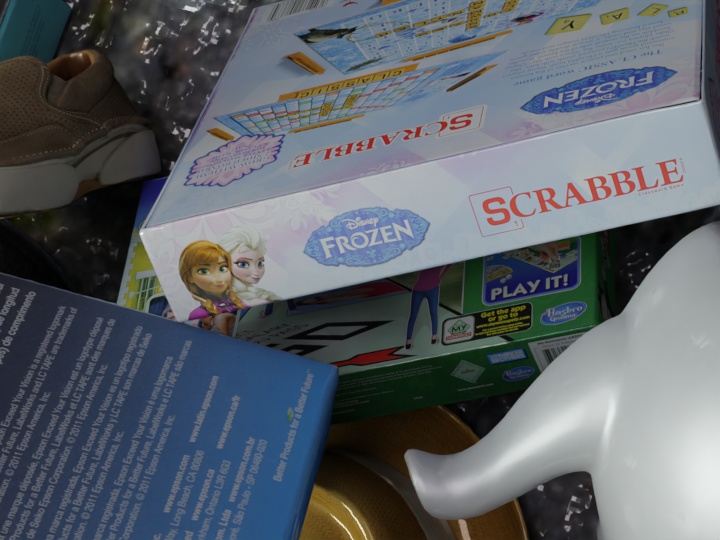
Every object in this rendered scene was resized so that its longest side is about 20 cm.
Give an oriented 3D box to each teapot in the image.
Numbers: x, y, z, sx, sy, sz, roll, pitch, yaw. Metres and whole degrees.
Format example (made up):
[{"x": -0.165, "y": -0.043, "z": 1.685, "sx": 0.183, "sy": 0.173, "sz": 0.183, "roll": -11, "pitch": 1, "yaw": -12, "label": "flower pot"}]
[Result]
[{"x": 0.154, "y": 0.088, "z": 0.689, "sx": 0.200, "sy": 0.197, "sz": 0.146, "roll": 41, "pitch": 109, "yaw": 36, "label": "teapot"}]

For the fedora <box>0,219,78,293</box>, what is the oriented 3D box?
[{"x": -0.205, "y": 0.022, "z": 0.840, "sx": 0.200, "sy": 0.092, "sz": 0.201, "roll": -2, "pitch": 54, "yaw": 3, "label": "fedora"}]

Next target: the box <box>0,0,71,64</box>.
[{"x": -0.236, "y": -0.113, "z": 0.942, "sx": 0.199, "sy": 0.049, "sz": 0.083, "roll": 17, "pitch": 83, "yaw": 23, "label": "box"}]

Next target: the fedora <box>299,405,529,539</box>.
[{"x": -0.036, "y": 0.124, "z": 0.791, "sx": 0.200, "sy": 0.082, "sz": 0.202, "roll": -5, "pitch": 74, "yaw": 19, "label": "fedora"}]

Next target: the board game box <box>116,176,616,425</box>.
[{"x": 0.000, "y": 0.000, "z": 0.805, "sx": 0.199, "sy": 0.029, "sz": 0.135, "roll": -12, "pitch": 43, "yaw": 17, "label": "board game box"}]

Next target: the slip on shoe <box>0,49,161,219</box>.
[{"x": -0.136, "y": -0.051, "z": 0.806, "sx": 0.076, "sy": 0.200, "sz": 0.061, "roll": -13, "pitch": 95, "yaw": 21, "label": "slip on shoe"}]

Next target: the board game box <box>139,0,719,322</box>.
[{"x": 0.037, "y": -0.066, "z": 0.766, "sx": 0.199, "sy": 0.200, "sz": 0.041, "roll": -12, "pitch": 117, "yaw": 18, "label": "board game box"}]

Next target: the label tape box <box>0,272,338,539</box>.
[{"x": -0.119, "y": 0.072, "z": 0.686, "sx": 0.199, "sy": 0.066, "sz": 0.144, "roll": 14, "pitch": 38, "yaw": 2, "label": "label tape box"}]
